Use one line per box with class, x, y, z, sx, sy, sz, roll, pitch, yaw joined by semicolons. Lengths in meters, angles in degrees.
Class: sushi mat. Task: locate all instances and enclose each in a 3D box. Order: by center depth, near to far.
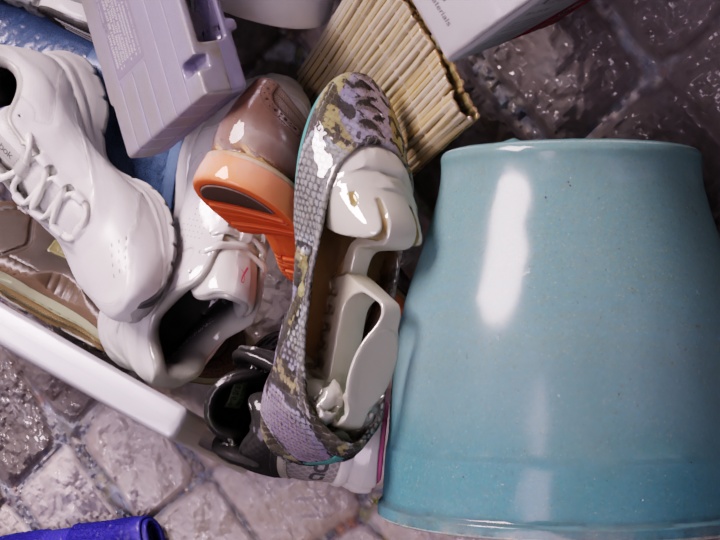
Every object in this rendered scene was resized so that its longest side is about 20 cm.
sushi mat;0.009;-0.096;0.847;0.096;0.012;0.200;62;163;3

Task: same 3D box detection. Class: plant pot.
plant pot;0.107;0.031;0.808;0.199;0.200;0.189;-1;88;29

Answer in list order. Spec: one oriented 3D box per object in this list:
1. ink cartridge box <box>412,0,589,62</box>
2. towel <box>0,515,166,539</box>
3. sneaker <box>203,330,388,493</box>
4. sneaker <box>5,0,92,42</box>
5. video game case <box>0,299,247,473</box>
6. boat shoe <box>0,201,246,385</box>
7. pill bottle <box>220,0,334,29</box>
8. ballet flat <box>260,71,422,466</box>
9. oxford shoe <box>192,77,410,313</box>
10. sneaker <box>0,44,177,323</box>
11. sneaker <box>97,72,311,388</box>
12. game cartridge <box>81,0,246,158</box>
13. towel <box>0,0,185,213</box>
ink cartridge box;0.123;-0.193;0.750;0.200;0.147;0.086;-34;87;30
towel;-0.210;0.255;1.120;0.199;0.049;0.148;-12;97;31
sneaker;-0.050;0.072;0.904;0.087;0.200;0.074;12;97;-18
sneaker;-0.207;-0.223;0.954;0.199;0.075;0.116;25;88;-3
video game case;-0.169;0.060;0.967;0.199;0.182;0.024;27;83;14
boat shoe;-0.162;0.024;1.026;0.199;0.072;0.076;29;147;14
pill bottle;-0.033;-0.239;0.839;0.119;0.119;0.201;28;116;20
ballet flat;0.000;0.000;0.787;0.072;0.072;0.201;8;87;27
oxford shoe;-0.015;-0.033;0.874;0.071;0.200;0.073;10;70;30
sneaker;-0.174;-0.051;0.907;0.075;0.087;0.200;-45;60;22
sneaker;-0.074;-0.016;0.914;0.201;0.078;0.099;-64;31;6
game cartridge;-0.121;-0.172;0.857;0.130;0.038;0.201;-25;81;65
towel;-0.172;-0.094;1.000;0.199;0.048;0.112;23;113;22
